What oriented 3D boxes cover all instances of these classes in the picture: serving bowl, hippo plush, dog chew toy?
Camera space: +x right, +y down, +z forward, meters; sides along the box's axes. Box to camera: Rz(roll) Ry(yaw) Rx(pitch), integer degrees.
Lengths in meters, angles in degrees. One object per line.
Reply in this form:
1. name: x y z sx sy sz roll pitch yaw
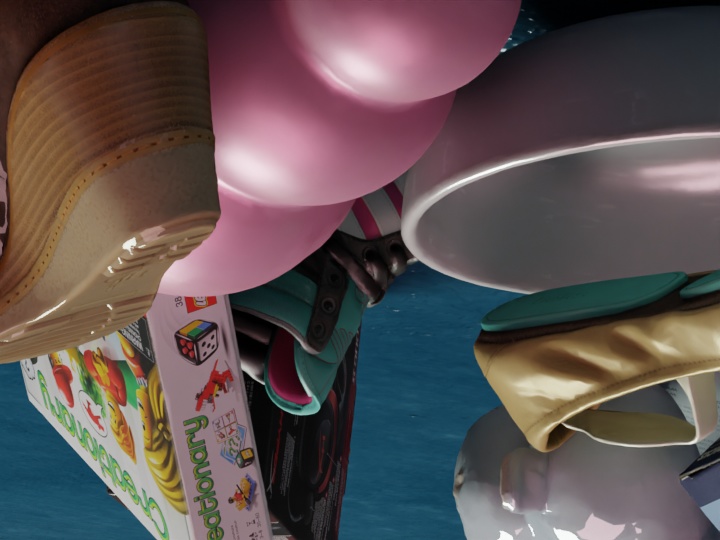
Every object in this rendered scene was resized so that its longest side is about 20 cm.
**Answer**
1. serving bowl: 0.113 -0.045 0.751 0.200 0.066 0.200 -1 165 0
2. hippo plush: 0.102 0.127 0.849 0.161 0.159 0.200 51 155 -14
3. dog chew toy: -0.025 -0.069 0.682 0.124 0.125 0.200 18 151 -34

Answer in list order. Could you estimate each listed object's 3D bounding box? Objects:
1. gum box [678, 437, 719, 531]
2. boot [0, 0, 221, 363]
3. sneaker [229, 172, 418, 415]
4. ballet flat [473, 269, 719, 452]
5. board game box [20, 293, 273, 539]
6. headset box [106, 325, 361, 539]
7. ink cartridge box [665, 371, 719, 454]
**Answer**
1. gum box: 0.224 0.012 0.756 0.045 0.200 0.170 51 157 3
2. boot: -0.109 -0.063 0.639 0.072 0.167 0.200 -13 169 -35
3. sneaker: 0.000 0.000 0.875 0.200 0.121 0.084 7 162 -7
4. ballet flat: 0.123 0.025 0.736 0.069 0.063 0.200 -25 -174 -39
5. board game box: -0.098 0.027 0.856 0.035 0.126 0.200 -19 -154 -21
6. headset box: -0.053 0.061 1.039 0.075 0.149 0.200 3 163 11
7. ink cartridge box: 0.166 0.091 0.935 0.196 0.043 0.200 16 143 10
